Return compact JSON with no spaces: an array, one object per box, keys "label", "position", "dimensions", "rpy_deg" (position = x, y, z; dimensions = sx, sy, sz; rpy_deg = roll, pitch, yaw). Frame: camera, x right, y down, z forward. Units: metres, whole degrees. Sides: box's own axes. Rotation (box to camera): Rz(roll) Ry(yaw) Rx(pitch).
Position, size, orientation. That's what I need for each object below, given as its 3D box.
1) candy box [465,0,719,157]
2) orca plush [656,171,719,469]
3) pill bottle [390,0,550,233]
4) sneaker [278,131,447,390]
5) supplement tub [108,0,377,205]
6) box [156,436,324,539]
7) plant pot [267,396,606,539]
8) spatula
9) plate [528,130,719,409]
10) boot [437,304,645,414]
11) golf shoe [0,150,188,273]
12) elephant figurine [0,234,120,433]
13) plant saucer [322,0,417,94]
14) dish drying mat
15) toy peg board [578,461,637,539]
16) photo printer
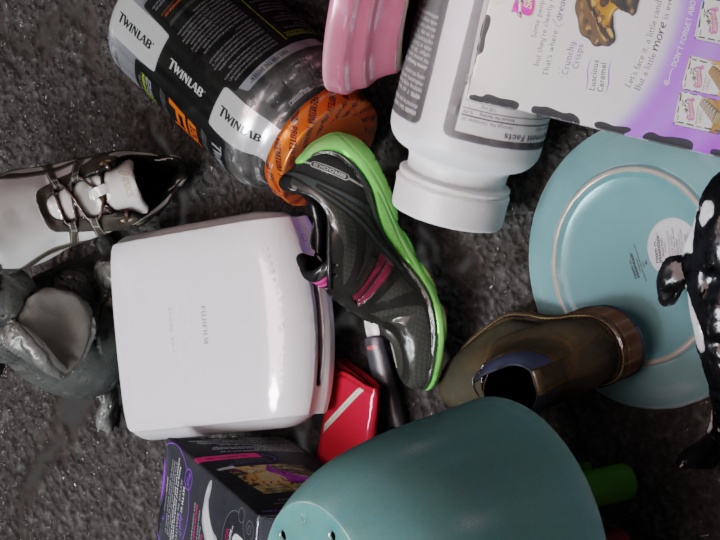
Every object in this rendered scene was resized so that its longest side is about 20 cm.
[{"label":"candy box","position":[0.181,-0.175,1.482],"dimensions":[0.198,0.072,0.169],"rpy_deg":[14,104,2]},{"label":"orca plush","position":[0.237,0.038,1.494],"dimensions":[0.104,0.071,0.201],"rpy_deg":[17,105,9]},{"label":"pill bottle","position":[0.083,-0.133,1.596],"dimensions":[0.110,0.110,0.202],"rpy_deg":[24,108,34]},{"label":"sneaker","position":[0.000,0.000,1.662],"dimensions":[0.201,0.083,0.077],"rpy_deg":[64,168,-10]},{"label":"supplement tub","position":[-0.087,-0.146,1.719],"dimensions":[0.200,0.122,0.123],"rpy_deg":[43,118,28]},{"label":"box","position":[-0.070,0.206,1.698],"dimensions":[0.200,0.105,0.123],"rpy_deg":[-150,64,-63]},{"label":"plant pot","position":[0.036,0.195,1.467],"dimensions":[0.200,0.160,0.202],"rpy_deg":[20,114,52]},{"label":"spatula","position":[0.010,0.034,1.723],"dimensions":[0.056,0.020,0.202],"rpy_deg":[-11,88,36]},{"label":"plate","position":[0.194,-0.004,1.575],"dimensions":[0.199,0.025,0.202],"rpy_deg":[4,96,38]},{"label":"boot","position":[0.097,0.073,1.595],"dimensions":[0.199,0.097,0.075],"rpy_deg":[-22,89,50]},{"label":"golf shoe","position":[-0.221,-0.057,1.779],"dimensions":[0.094,0.199,0.078],"rpy_deg":[-21,93,47]},{"label":"elephant figurine","position":[-0.277,0.039,1.832],"dimensions":[0.155,0.199,0.142],"rpy_deg":[46,119,25]},{"label":"plant saucer","position":[0.023,-0.218,1.601],"dimensions":[0.050,0.201,0.202],"rpy_deg":[15,105,5]},{"label":"dish drying mat","position":[-0.018,0.174,1.741],"dimensions":[0.077,0.018,0.202],"rpy_deg":[31,115,59]},{"label":"toy peg board","position":[0.116,0.218,1.585],"dimensions":[0.199,0.097,0.201],"rpy_deg":[-6,93,56]},{"label":"photo printer","position":[-0.103,0.043,1.773],"dimensions":[0.199,0.069,0.168],"rpy_deg":[-8,86,41]}]
